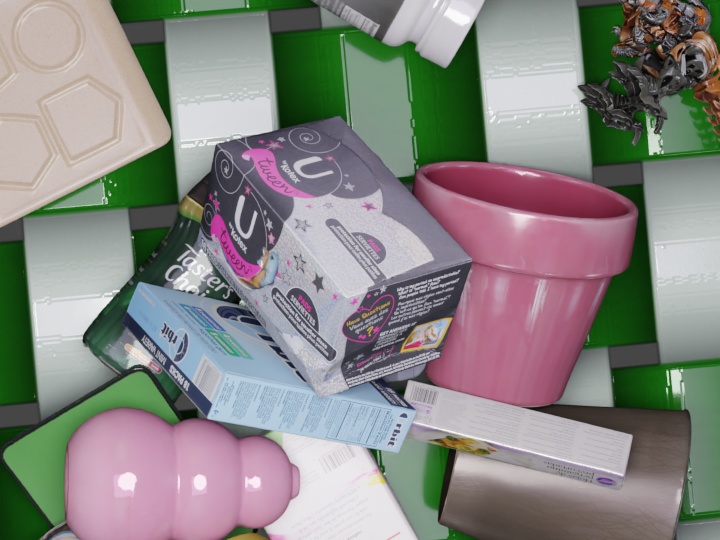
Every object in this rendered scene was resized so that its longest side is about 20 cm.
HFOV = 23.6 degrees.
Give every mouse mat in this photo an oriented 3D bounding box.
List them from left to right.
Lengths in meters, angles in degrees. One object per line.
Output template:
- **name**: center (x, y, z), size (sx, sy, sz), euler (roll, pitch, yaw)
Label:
- **mouse mat**: center (-0.204, 0.196, 1.526), size (0.160, 0.008, 0.201), euler (-30, 111, 8)

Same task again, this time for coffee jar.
- **coffee jar**: center (-0.151, 0.013, 1.534), size (0.104, 0.085, 0.201), euler (36, 88, -6)

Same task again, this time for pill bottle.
- **pill bottle**: center (0.014, -0.272, 1.531), size (0.199, 0.114, 0.115), euler (29, 88, -3)

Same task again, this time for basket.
- **basket**: center (0.176, 0.189, 1.532), size (0.198, 0.136, 0.182), euler (13, 100, 0)

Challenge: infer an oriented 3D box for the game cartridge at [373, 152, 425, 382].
- **game cartridge**: center (0.000, 0.000, 1.521), size (0.041, 0.133, 0.202), euler (-13, 91, -29)

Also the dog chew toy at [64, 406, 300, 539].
- **dog chew toy**: center (-0.150, 0.179, 1.460), size (0.198, 0.124, 0.126), euler (1, 90, -13)

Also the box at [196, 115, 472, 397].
- **box**: center (-0.026, -0.017, 1.403), size (0.131, 0.116, 0.200), euler (-15, 48, -33)

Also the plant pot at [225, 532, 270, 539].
- **plant pot**: center (-0.095, 0.309, 1.452), size (0.199, 0.200, 0.143), euler (-30, 70, -3)

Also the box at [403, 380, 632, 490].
- **box**: center (0.130, 0.140, 1.463), size (0.198, 0.039, 0.042), euler (13, 65, 8)

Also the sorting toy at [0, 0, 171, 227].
- **sorting toy**: center (-0.295, -0.157, 1.555), size (0.199, 0.036, 0.187), euler (-27, 91, -8)

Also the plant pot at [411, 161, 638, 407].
- **plant pot**: center (0.130, 0.014, 1.509), size (0.198, 0.200, 0.181), euler (9, 105, -3)

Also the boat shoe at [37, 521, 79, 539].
- **boat shoe**: center (-0.289, 0.288, 1.526), size (0.200, 0.073, 0.072), euler (-39, 104, 23)

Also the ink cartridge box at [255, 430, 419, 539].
- **ink cartridge box**: center (-0.023, 0.224, 1.549), size (0.116, 0.067, 0.201), euler (-29, 91, -2)

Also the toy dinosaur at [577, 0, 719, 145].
- **toy dinosaur**: center (0.282, -0.190, 1.562), size (0.135, 0.102, 0.200), euler (-37, 70, -19)

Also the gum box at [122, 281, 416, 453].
- **gum box**: center (-0.076, 0.081, 1.440), size (0.199, 0.170, 0.045), euler (16, 105, -37)
